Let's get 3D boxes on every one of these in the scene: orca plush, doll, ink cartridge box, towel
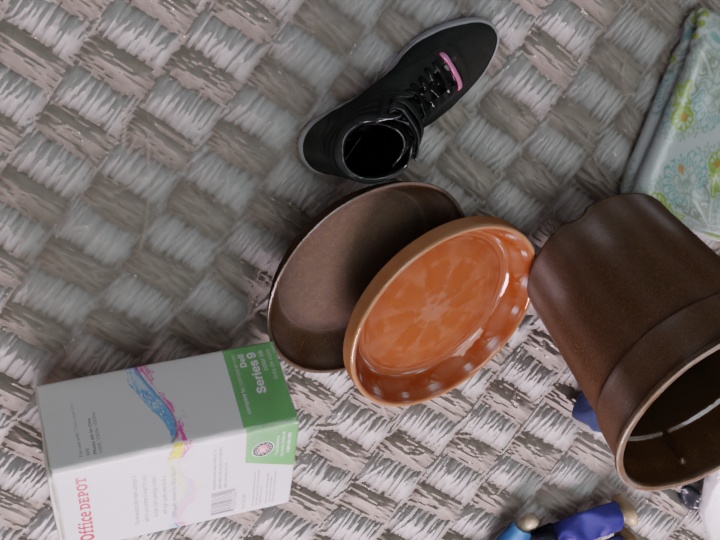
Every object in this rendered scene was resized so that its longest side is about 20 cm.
[{"bbox_3d":[0.394,0.211,1.301,0.105,0.071,0.201,-10,116,34],"label":"orca plush"},{"bbox_3d":[0.190,0.300,1.255,0.199,0.048,0.137,-16,114,-14],"label":"doll"},{"bbox_3d":[-0.161,0.147,1.014,0.199,0.088,0.146,-12,146,-16],"label":"ink cartridge box"},{"bbox_3d":[0.347,-0.126,1.146,0.170,0.048,0.201,13,105,-25],"label":"towel"}]

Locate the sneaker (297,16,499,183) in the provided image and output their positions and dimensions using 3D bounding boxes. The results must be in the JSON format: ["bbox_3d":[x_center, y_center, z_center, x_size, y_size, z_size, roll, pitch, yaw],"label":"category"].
[{"bbox_3d":[0.047,-0.134,1.004,0.200,0.099,0.071,-36,116,-5],"label":"sneaker"}]

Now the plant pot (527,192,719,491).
[{"bbox_3d":[0.257,0.050,1.060,0.199,0.199,0.201,-17,139,-16],"label":"plant pot"}]

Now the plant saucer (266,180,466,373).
[{"bbox_3d":[0.000,0.000,1.046,0.200,0.037,0.201,-24,138,-23],"label":"plant saucer"}]

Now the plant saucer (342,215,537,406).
[{"bbox_3d":[0.069,0.035,1.084,0.200,0.032,0.201,-22,137,-22],"label":"plant saucer"}]

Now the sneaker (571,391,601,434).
[{"bbox_3d":[0.305,0.090,1.196,0.198,0.081,0.116,-7,115,-16],"label":"sneaker"}]
